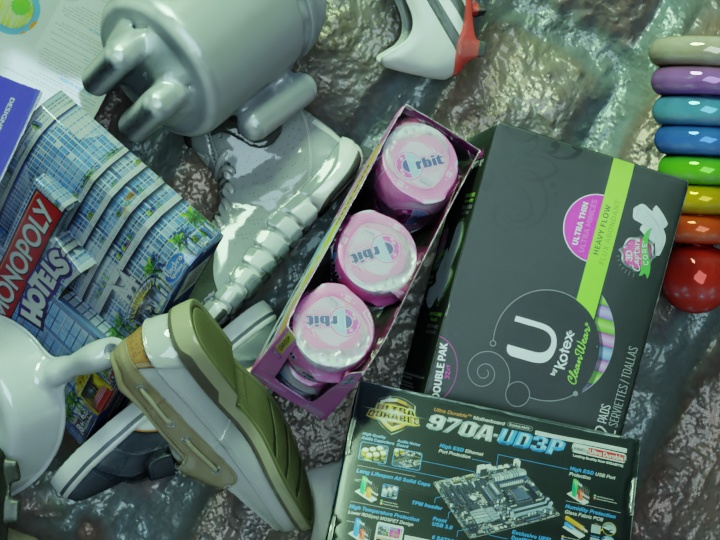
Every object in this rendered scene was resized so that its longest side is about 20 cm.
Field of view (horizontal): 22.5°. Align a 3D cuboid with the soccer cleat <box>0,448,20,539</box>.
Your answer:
[{"bbox_3d":[-0.275,0.213,1.217,0.085,0.070,0.203,-1,85,18],"label":"soccer cleat"}]

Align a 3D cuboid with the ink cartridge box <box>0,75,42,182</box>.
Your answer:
[{"bbox_3d":[-0.325,-0.061,1.221,0.199,0.043,0.200,20,85,39],"label":"ink cartridge box"}]

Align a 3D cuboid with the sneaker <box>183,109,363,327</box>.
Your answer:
[{"bbox_3d":[-0.099,-0.045,1.299,0.115,0.075,0.200,41,75,1],"label":"sneaker"}]

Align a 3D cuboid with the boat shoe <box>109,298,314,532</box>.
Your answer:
[{"bbox_3d":[-0.096,0.106,1.213,0.068,0.075,0.201,-23,122,11],"label":"boat shoe"}]

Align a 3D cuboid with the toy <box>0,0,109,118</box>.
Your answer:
[{"bbox_3d":[-0.218,-0.177,1.295,0.114,0.047,0.202,27,83,-2],"label":"toy"}]

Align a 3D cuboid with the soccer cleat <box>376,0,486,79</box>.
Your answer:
[{"bbox_3d":[0.047,-0.241,1.318,0.084,0.069,0.203,-1,93,-11],"label":"soccer cleat"}]

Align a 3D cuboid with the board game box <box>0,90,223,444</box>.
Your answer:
[{"bbox_3d":[-0.217,-0.014,1.240,0.199,0.201,0.062,40,43,7],"label":"board game box"}]

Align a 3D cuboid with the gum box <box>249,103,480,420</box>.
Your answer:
[{"bbox_3d":[0.000,0.000,1.251,0.066,0.114,0.201,30,65,-3],"label":"gum box"}]

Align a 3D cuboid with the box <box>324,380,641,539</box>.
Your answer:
[{"bbox_3d":[0.078,0.169,1.182,0.198,0.046,0.160,11,58,0],"label":"box"}]

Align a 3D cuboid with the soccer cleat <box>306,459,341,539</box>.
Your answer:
[{"bbox_3d":[0.002,0.232,1.307,0.077,0.069,0.202,-4,99,26],"label":"soccer cleat"}]

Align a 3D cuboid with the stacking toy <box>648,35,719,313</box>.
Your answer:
[{"bbox_3d":[0.249,-0.069,1.333,0.084,0.085,0.203,3,93,-6],"label":"stacking toy"}]

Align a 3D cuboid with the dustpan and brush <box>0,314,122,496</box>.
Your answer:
[{"bbox_3d":[-0.231,0.080,1.240,0.057,0.199,0.141,-24,93,-41],"label":"dustpan and brush"}]

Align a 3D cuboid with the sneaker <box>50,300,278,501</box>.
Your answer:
[{"bbox_3d":[-0.123,0.112,1.283,0.199,0.078,0.080,-38,87,-8],"label":"sneaker"}]

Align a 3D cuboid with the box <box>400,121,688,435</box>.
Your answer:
[{"bbox_3d":[0.128,0.014,1.291,0.147,0.124,0.202,15,88,-6],"label":"box"}]

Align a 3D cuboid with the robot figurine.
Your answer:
[{"bbox_3d":[-0.102,-0.172,1.259,0.200,0.113,0.170,-42,100,-31],"label":"robot figurine"}]

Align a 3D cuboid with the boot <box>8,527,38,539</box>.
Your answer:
[{"bbox_3d":[-0.275,0.272,1.273,0.144,0.070,0.203,2,87,0],"label":"boot"}]
